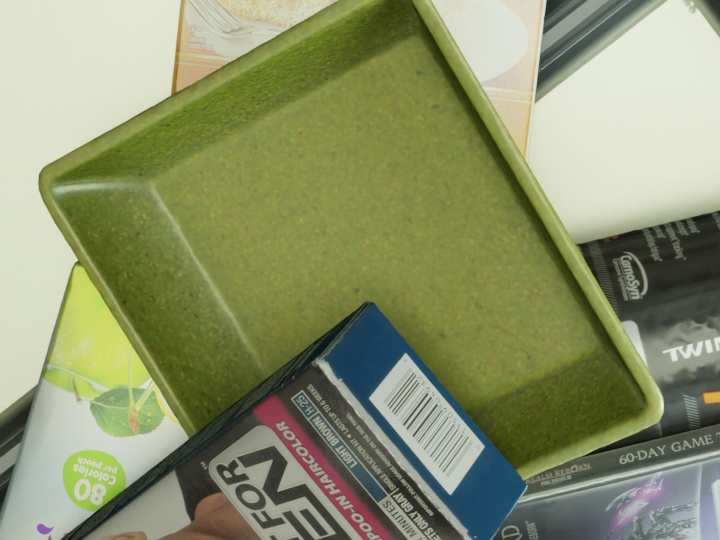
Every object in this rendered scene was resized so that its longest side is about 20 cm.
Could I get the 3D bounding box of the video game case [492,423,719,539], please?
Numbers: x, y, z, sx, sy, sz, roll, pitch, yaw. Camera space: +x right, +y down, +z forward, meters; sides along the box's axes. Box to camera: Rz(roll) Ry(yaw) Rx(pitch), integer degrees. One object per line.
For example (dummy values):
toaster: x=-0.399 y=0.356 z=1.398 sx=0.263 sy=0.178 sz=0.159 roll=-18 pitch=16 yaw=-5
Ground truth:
video game case: x=0.151 y=0.113 z=1.180 sx=0.199 sy=0.143 sz=0.019 roll=-13 pitch=50 yaw=3

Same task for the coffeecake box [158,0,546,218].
coffeecake box: x=0.003 y=-0.116 z=1.186 sx=0.153 sy=0.073 sz=0.201 roll=6 pitch=94 yaw=2

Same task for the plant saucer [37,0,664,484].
plant saucer: x=0.000 y=0.000 z=1.111 sx=0.199 sy=0.048 sz=0.201 roll=-26 pitch=100 yaw=31

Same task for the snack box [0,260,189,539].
snack box: x=-0.083 y=0.109 z=1.214 sx=0.141 sy=0.053 sz=0.201 roll=17 pitch=95 yaw=1

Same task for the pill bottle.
pill bottle: x=0.157 y=0.027 z=1.177 sx=0.199 sy=0.106 sz=0.107 roll=-14 pitch=94 yaw=2

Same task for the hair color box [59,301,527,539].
hair color box: x=-0.041 y=0.110 z=1.115 sx=0.200 sy=0.061 sz=0.100 roll=-38 pitch=94 yaw=32
